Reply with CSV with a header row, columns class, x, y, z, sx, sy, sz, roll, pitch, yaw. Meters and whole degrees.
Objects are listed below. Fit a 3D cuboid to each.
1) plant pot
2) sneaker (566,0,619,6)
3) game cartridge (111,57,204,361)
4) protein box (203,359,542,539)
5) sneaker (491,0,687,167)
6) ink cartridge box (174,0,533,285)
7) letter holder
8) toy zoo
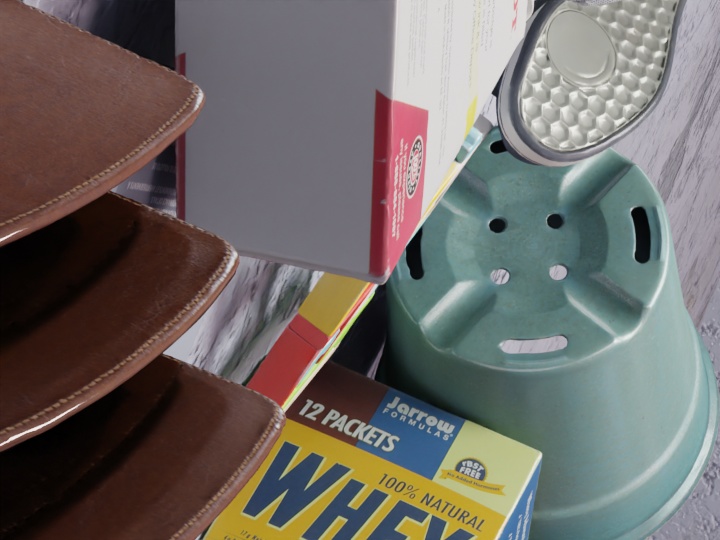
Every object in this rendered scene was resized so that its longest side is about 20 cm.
class,x,y,z,sx,sy,sz,roll,pitch,yaw
plant pot,0.094,0.031,1.492,0.201,0.199,0.196,-62,161,-23
sneaker,0.052,-0.120,1.223,0.201,0.114,0.075,-69,167,10
game cartridge,-0.090,-0.012,1.010,0.200,0.040,0.134,9,100,-77
protein box,-0.012,0.196,1.451,0.200,0.134,0.199,-59,164,-33
sneaker,0.092,-0.101,1.384,0.146,0.077,0.203,-35,-162,49
ink cartridge box,0.002,-0.111,1.016,0.200,0.083,0.146,-59,155,-55
letter holder,-0.098,0.011,0.773,0.200,0.142,0.101,-39,150,-64
toy zoo,0.000,0.000,1.295,0.200,0.020,0.131,-55,177,37
